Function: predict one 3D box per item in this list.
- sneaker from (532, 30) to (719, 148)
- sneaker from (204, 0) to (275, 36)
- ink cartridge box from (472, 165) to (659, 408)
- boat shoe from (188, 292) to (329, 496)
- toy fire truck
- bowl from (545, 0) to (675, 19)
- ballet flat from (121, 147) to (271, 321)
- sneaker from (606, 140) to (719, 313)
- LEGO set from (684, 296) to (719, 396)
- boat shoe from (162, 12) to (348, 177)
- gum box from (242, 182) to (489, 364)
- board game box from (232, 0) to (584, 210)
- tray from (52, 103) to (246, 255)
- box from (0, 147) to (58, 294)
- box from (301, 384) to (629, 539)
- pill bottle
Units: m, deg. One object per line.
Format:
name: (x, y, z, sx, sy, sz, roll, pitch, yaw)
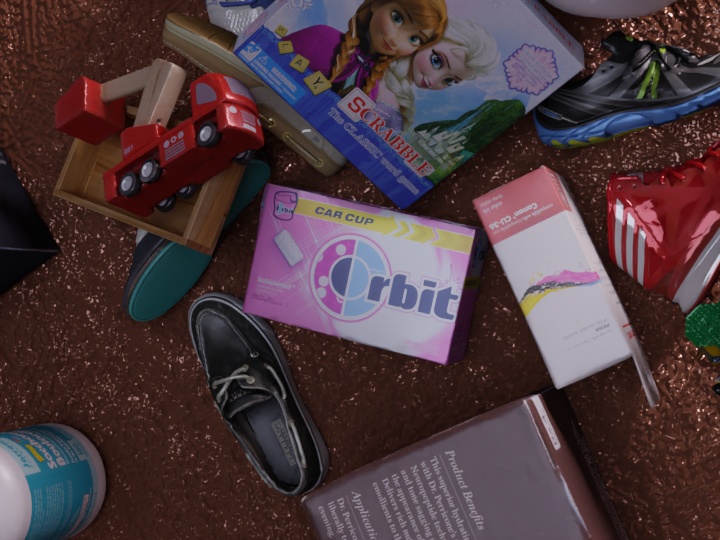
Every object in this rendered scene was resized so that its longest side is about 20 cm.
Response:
sneaker: (0.231, -0.156, 1.020, 0.199, 0.071, 0.083, -14, 92, 20)
sneaker: (-0.117, -0.281, 1.120, 0.075, 0.088, 0.201, -7, 89, 15)
ink cartridge box: (0.167, 0.024, 1.015, 0.067, 0.116, 0.201, -26, 82, 14)
boat shoe: (-0.094, 0.106, 1.124, 0.071, 0.064, 0.200, -35, 80, 14)
toy fire truck: (-0.170, -0.124, 1.065, 0.199, 0.049, 0.142, -27, 59, 30)
bowl: (0.185, -0.265, 1.004, 0.200, 0.091, 0.202, 6, 57, -10)
ballet flat: (-0.154, -0.045, 1.147, 0.073, 0.073, 0.200, 44, 107, 13)
sneaker: (0.262, -0.077, 1.008, 0.115, 0.078, 0.201, 29, 97, 14)
LEGO set: (0.359, 0.044, 0.978, 0.200, 0.116, 0.154, -51, 47, 1)
boat shoe: (-0.089, -0.148, 1.096, 0.199, 0.074, 0.067, 31, 108, -6)
gum box: (0.000, 0.000, 1.093, 0.199, 0.066, 0.114, 13, 95, 17)
board game box: (0.038, -0.175, 1.012, 0.200, 0.041, 0.199, 41, 119, -21)
tray: (-0.185, -0.086, 1.120, 0.199, 0.037, 0.099, 20, 87, 41)
box: (-0.428, -0.048, 1.200, 0.196, 0.117, 0.201, -34, 79, 14)
box: (0.091, 0.207, 1.014, 0.199, 0.164, 0.167, -25, 82, 15)
pill bottle: (-0.316, 0.199, 1.121, 0.110, 0.200, 0.112, 0, 90, 17)
